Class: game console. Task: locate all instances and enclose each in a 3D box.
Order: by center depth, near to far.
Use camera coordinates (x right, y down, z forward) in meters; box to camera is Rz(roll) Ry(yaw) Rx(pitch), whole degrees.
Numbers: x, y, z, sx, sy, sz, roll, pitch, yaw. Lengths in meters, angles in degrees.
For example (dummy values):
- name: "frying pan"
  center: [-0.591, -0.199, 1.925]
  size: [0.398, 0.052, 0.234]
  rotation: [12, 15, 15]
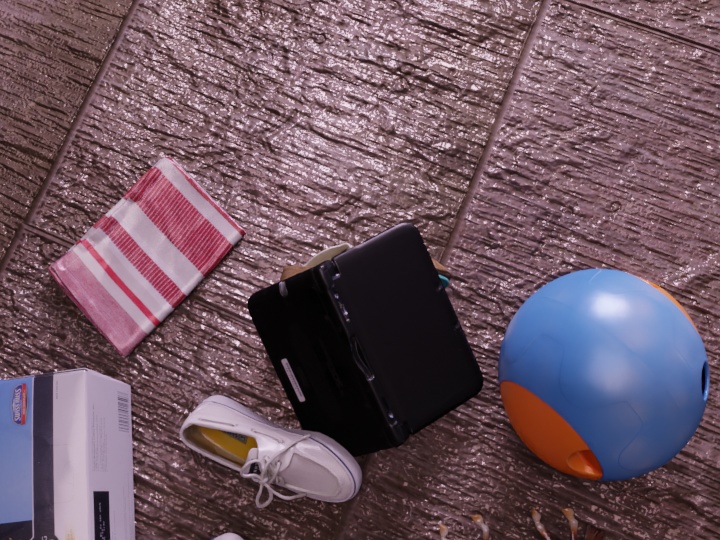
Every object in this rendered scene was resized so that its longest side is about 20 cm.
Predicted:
- name: "game console"
  center: [0.004, 0.079, 0.933]
  size: [0.174, 0.116, 0.202]
  rotation: [-22, 95, 35]

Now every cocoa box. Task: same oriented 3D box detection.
- name: "cocoa box"
  center: [-0.319, 0.217, 0.910]
  size: [0.129, 0.133, 0.203]
  rotation: [-7, 75, 4]

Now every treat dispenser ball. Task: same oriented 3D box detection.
- name: "treat dispenser ball"
  center: [0.233, 0.100, 0.850]
  size: [0.197, 0.201, 0.204]
  rotation: [-1, 76, 5]

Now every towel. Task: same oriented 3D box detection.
- name: "towel"
  center: [-0.250, -0.020, 1.020]
  size: [0.144, 0.023, 0.200]
  rotation: [43, 84, 13]

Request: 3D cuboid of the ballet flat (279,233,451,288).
- name: "ballet flat"
  center: [0.000, 0.000, 0.975]
  size: [0.197, 0.068, 0.073]
  rotation: [-13, 59, 7]

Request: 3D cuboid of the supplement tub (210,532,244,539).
- name: "supplement tub"
  center: [-0.190, 0.359, 0.864]
  size: [0.198, 0.132, 0.133]
  rotation: [-25, 75, 0]

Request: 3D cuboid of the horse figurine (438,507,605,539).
- name: "horse figurine"
  center: [0.160, 0.311, 0.880]
  size: [0.197, 0.050, 0.135]
  rotation: [-8, 84, -1]

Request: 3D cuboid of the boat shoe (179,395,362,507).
- name: "boat shoe"
  center: [-0.099, 0.197, 0.906]
  size: [0.200, 0.086, 0.076]
  rotation: [24, 113, 12]
